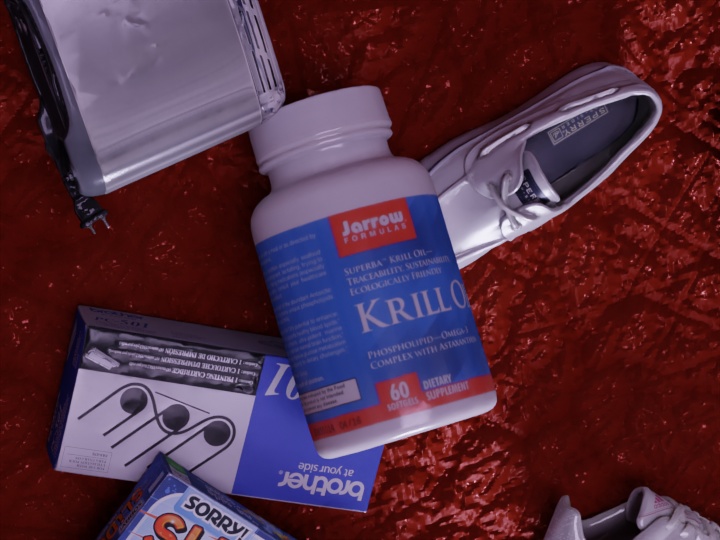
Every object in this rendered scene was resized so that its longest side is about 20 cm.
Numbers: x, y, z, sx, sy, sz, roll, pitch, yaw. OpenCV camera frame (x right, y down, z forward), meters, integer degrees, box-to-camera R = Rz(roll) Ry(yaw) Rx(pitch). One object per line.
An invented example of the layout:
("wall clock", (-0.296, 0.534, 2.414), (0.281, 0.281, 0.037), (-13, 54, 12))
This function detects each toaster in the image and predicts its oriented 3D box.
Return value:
("toaster", (-0.126, -0.131, 1.019), (0.129, 0.114, 0.200), (-22, 106, -12))

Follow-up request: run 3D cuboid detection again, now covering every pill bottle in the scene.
("pill bottle", (0.000, 0.000, 1.069), (0.112, 0.112, 0.200), (-17, 86, -12))

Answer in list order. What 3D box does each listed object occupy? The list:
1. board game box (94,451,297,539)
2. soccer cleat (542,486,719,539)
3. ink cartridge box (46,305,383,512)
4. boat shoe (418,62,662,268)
("board game box", (-0.081, 0.218, 1.123), (0.200, 0.034, 0.135), (35, 94, -22))
("soccer cleat", (0.215, 0.188, 1.225), (0.200, 0.070, 0.086), (2, 104, -17))
("ink cartridge box", (-0.083, 0.086, 1.124), (0.200, 0.044, 0.094), (11, 102, -19))
("boat shoe", (0.096, -0.059, 1.127), (0.200, 0.065, 0.074), (-40, 112, -3))
